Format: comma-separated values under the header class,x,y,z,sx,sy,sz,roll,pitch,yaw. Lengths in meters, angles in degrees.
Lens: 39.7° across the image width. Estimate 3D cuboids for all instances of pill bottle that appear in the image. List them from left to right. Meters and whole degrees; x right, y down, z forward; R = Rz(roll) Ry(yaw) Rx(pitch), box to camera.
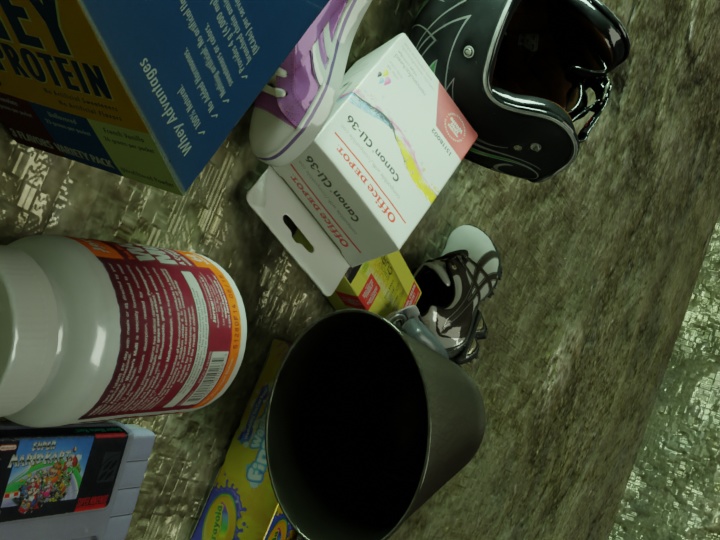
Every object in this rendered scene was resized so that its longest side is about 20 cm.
class,x,y,z,sx,sy,sz,roll,pitch,yaw
pill bottle,-0.164,0.036,0.602,0.199,0.109,0.111,8,99,-62

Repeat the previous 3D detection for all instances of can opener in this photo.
class,x,y,z,sx,sy,sz,roll,pitch,yaw
can opener,0.067,0.109,1.006,0.053,0.067,0.201,-36,137,-7

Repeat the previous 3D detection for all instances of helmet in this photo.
class,x,y,z,sx,sy,sz,roll,pitch,yaw
helmet,0.134,-0.194,0.934,0.201,0.190,0.200,-53,-171,13

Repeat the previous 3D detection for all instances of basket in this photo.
class,x,y,z,sx,sy,sz,roll,pitch,yaw
basket,0.026,0.129,0.833,0.200,0.134,0.183,14,81,-67

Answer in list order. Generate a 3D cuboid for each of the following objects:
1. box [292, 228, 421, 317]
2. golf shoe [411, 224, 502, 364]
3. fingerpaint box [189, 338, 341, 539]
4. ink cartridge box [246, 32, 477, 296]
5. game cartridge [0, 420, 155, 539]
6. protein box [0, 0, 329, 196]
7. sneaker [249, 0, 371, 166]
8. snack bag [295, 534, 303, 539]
class,x,y,z,sx,sy,sz,roll,pitch,yaw
box,0.000,0.000,0.948,0.076,0.050,0.200,-63,152,-20
golf shoe,0.102,0.006,1.092,0.095,0.077,0.201,52,33,-33
fingerpaint box,-0.056,0.187,0.927,0.202,0.073,0.167,-67,152,-11
ink cartridge box,0.005,-0.088,0.826,0.117,0.067,0.201,49,52,-19
game cartridge,-0.220,0.164,0.658,0.199,0.038,0.131,14,97,-63
protein box,-0.122,-0.190,0.522,0.201,0.134,0.199,-58,149,-26
sneaker,-0.061,-0.184,0.730,0.114,0.072,0.203,17,96,-43
snack bag,-0.028,0.284,0.940,0.188,0.021,0.202,30,82,-64
